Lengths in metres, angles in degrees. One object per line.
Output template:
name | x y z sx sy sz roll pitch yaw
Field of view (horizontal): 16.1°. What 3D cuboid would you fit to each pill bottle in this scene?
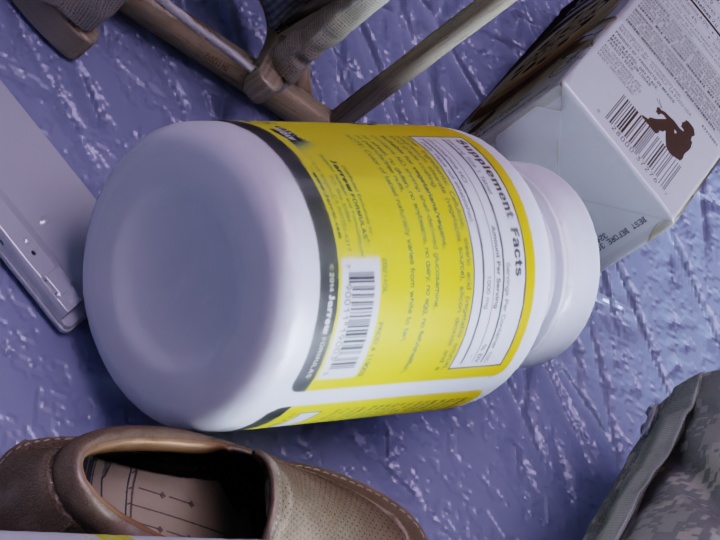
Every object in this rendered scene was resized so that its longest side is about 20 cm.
pill bottle | 0.000 0.000 0.975 0.199 0.112 0.113 -2 65 -48

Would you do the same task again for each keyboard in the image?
keyboard | -0.157 -0.068 0.950 0.200 0.011 0.056 52 35 -5

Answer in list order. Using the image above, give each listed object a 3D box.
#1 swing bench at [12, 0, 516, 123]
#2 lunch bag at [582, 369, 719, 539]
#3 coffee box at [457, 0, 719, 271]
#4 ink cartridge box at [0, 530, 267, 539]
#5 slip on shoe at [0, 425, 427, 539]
swing bench | -0.029 -0.167 0.992 0.199 0.199 0.131 16 54 -36
lunch bag | 0.156 0.149 1.009 0.168 0.139 0.200 50 40 -8
coffee box | 0.113 -0.073 1.136 0.080 0.113 0.200 50 40 -7
ink cartridge box | -0.067 0.155 0.787 0.199 0.084 0.145 7 27 -41
slip on shoe | -0.043 0.092 0.912 0.199 0.060 0.077 17 53 -36
